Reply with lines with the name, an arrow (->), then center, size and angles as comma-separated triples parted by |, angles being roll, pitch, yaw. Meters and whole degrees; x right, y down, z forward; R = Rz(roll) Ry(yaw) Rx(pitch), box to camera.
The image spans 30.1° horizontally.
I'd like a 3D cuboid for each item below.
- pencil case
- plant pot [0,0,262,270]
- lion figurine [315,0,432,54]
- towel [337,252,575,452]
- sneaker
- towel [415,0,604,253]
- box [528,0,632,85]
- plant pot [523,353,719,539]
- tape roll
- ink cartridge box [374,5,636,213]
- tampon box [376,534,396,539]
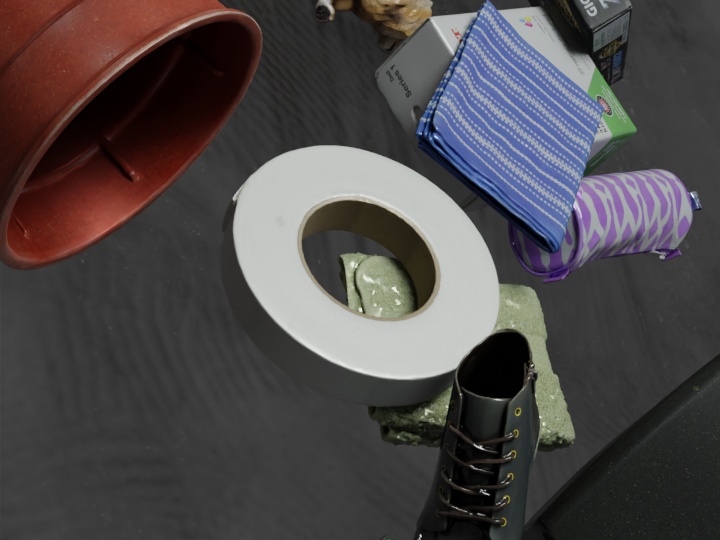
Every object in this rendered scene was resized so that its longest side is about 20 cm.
pencil case -> 0.212, -0.041, 1.168 | 0.198, 0.083, 0.087 | -8, 88, -44
plant pot -> -0.195, -0.141, 0.790 | 0.195, 0.201, 0.200 | 46, 38, 10
lion figurine -> -0.027, -0.265, 1.127 | 0.200, 0.072, 0.122 | 47, 32, 4
towel -> 0.073, 0.063, 0.985 | 0.198, 0.036, 0.150 | 12, 53, -37
sneaker -> 0.067, 0.139, 0.839 | 0.074, 0.107, 0.202 | 7, 53, 13
towel -> 0.125, -0.118, 1.058 | 0.144, 0.024, 0.201 | 38, 44, -12
box -> 0.187, -0.284, 1.276 | 0.202, 0.049, 0.199 | 61, 1, 12
plant pot -> 0.214, 0.187, 0.876 | 0.176, 0.200, 0.201 | -28, 76, -10
tape roll -> 0.000, 0.000, 0.927 | 0.200, 0.037, 0.205 | 13, 49, -15
ink cartridge box -> 0.129, -0.145, 1.164 | 0.199, 0.084, 0.146 | -17, 71, -47
tampon box -> -0.025, 0.262, 0.662 | 0.150, 0.126, 0.200 | 50, 39, 3
